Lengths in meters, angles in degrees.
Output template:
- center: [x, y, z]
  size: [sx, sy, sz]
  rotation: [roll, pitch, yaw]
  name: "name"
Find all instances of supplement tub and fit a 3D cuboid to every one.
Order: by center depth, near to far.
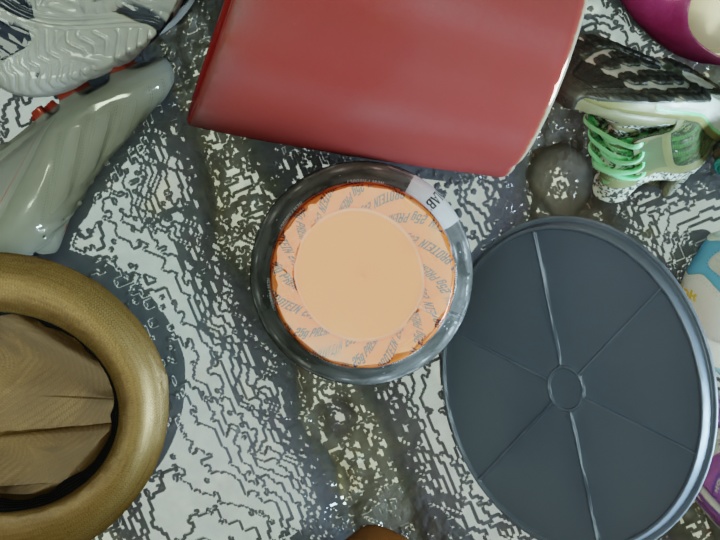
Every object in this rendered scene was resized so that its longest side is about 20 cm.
- center: [0.000, 0.000, 1.109]
  size: [0.122, 0.200, 0.123]
  rotation: [0, 91, -1]
  name: "supplement tub"

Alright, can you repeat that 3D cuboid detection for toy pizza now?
- center: [0.129, 0.067, 1.147]
  size: [0.200, 0.032, 0.201]
  rotation: [9, 103, 42]
  name: "toy pizza"

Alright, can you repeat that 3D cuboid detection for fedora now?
- center: [-0.214, 0.077, 1.162]
  size: [0.200, 0.082, 0.201]
  rotation: [-1, 99, -6]
  name: "fedora"

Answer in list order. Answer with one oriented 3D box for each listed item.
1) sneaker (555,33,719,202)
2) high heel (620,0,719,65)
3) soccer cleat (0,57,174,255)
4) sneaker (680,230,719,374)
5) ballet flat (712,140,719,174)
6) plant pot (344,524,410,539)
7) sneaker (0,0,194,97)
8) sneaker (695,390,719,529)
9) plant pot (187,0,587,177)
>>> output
- center: [0.160, -0.076, 1.127]
  size: [0.077, 0.200, 0.089]
  rotation: [37, 107, 30]
  name: "sneaker"
- center: [0.244, -0.140, 1.160]
  size: [0.200, 0.096, 0.067]
  rotation: [31, 91, -2]
  name: "high heel"
- center: [-0.186, -0.056, 1.176]
  size: [0.200, 0.069, 0.078]
  rotation: [-34, 97, 7]
  name: "soccer cleat"
- center: [0.288, 0.035, 1.171]
  size: [0.200, 0.077, 0.081]
  rotation: [14, 106, -1]
  name: "sneaker"
- center: [0.294, -0.048, 1.169]
  size: [0.200, 0.068, 0.068]
  rotation: [30, 79, -24]
  name: "ballet flat"
- center: [0.014, 0.243, 1.131]
  size: [0.200, 0.200, 0.140]
  rotation: [41, 75, -2]
  name: "plant pot"
- center: [-0.147, -0.154, 1.131]
  size: [0.079, 0.130, 0.199]
  rotation: [36, 64, -4]
  name: "sneaker"
- center: [0.194, 0.094, 1.159]
  size: [0.200, 0.114, 0.073]
  rotation: [39, 92, 0]
  name: "sneaker"
- center: [0.020, -0.145, 1.062]
  size: [0.177, 0.200, 0.201]
  rotation: [19, 91, -7]
  name: "plant pot"
